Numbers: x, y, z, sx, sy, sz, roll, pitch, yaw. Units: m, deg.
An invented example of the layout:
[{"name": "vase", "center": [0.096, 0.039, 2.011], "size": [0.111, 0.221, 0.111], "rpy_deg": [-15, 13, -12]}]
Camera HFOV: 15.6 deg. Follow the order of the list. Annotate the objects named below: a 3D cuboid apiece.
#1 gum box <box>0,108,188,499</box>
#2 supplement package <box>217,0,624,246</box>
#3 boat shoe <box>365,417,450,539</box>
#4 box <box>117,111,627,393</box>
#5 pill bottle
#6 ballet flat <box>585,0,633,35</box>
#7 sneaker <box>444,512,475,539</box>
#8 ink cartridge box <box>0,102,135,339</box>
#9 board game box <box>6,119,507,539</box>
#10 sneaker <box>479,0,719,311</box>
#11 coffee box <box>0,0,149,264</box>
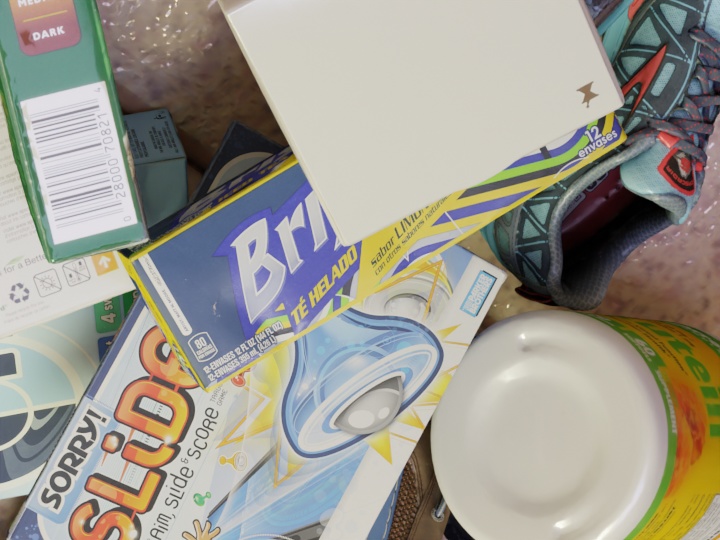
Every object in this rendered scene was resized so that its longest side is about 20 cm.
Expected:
[{"name": "gum box", "center": [-0.172, 0.026, 1.162], "size": [0.199, 0.045, 0.171], "rpy_deg": [-9, 126, -11]}, {"name": "supplement package", "center": [0.001, -0.129, 1.011], "size": [0.121, 0.200, 0.120], "rpy_deg": [-27, 128, 1]}, {"name": "boat shoe", "center": [0.005, 0.152, 1.173], "size": [0.072, 0.072, 0.201], "rpy_deg": [19, 82, -22]}, {"name": "box", "center": [0.003, -0.031, 1.066], "size": [0.200, 0.070, 0.064], "rpy_deg": [-32, 99, -7]}, {"name": "pill bottle", "center": [0.124, 0.077, 1.212], "size": [0.111, 0.111, 0.200], "rpy_deg": [-49, 156, 18]}, {"name": "ballet flat", "center": [0.127, -0.171, 1.118], "size": [0.200, 0.074, 0.074], "rpy_deg": [-44, 125, 12]}, {"name": "sneaker", "center": [0.080, 0.103, 1.296], "size": [0.082, 0.070, 0.200], "rpy_deg": [-39, 128, -19]}, {"name": "ink cartridge box", "center": [-0.165, -0.071, 1.074], "size": [0.094, 0.037, 0.201], "rpy_deg": [-20, 105, -8]}, {"name": "board game box", "center": [-0.044, 0.056, 1.116], "size": [0.135, 0.034, 0.201], "rpy_deg": [28, 86, -6]}, {"name": "sneaker", "center": [0.137, -0.062, 1.168], "size": [0.079, 0.096, 0.200], "rpy_deg": [24, 114, -31]}, {"name": "coffee box", "center": [-0.125, -0.112, 0.993], "size": [0.044, 0.123, 0.201], "rpy_deg": [-14, 103, -7]}]
